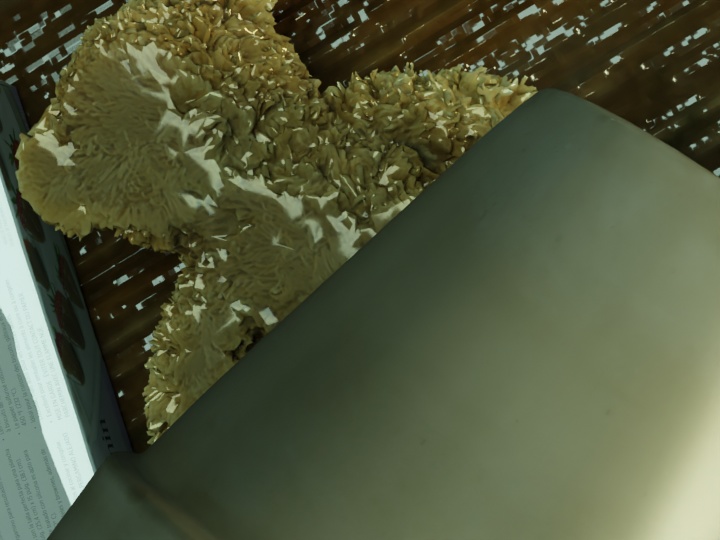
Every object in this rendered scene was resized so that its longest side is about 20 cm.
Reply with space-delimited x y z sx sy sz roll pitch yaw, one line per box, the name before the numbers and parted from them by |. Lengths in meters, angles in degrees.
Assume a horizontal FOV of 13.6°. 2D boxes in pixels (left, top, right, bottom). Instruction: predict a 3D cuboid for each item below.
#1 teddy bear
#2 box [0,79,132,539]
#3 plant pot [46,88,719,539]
teddy bear | 0.000 0.000 0.855 0.199 0.067 0.146 21 102 8
box | -0.095 0.042 0.882 0.041 0.039 0.201 -21 82 14
plant pot | 0.046 0.059 0.741 0.199 0.200 0.174 34 89 13
